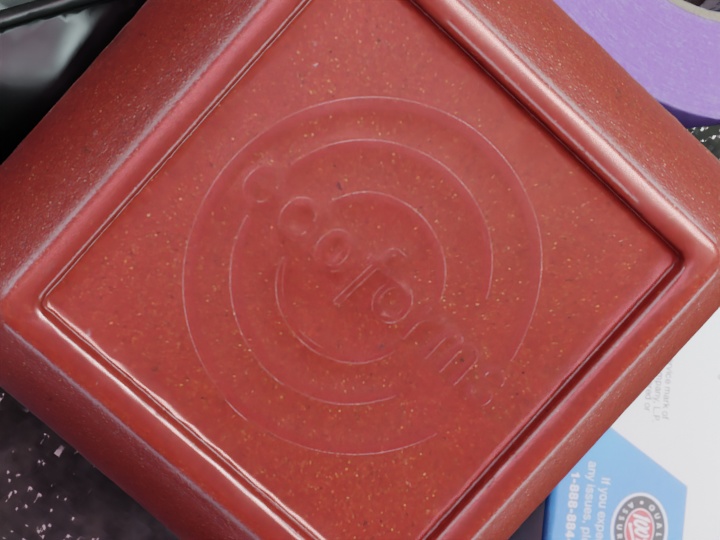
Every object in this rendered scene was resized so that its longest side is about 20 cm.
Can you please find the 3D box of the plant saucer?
[{"bbox_3d":[0.000,0.000,0.725,0.199,0.037,0.200,42,92,-15],"label":"plant saucer"}]

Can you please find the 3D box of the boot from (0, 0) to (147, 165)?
[{"bbox_3d":[-0.096,-0.021,0.764,0.210,0.079,0.159,-19,103,-6],"label":"boot"}]

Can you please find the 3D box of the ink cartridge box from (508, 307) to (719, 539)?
[{"bbox_3d":[0.156,0.054,0.820,0.199,0.084,0.147,7,84,-7],"label":"ink cartridge box"}]

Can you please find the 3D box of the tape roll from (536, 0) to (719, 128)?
[{"bbox_3d":[0.102,-0.147,0.803,0.199,0.066,0.201,1,89,-32],"label":"tape roll"}]
